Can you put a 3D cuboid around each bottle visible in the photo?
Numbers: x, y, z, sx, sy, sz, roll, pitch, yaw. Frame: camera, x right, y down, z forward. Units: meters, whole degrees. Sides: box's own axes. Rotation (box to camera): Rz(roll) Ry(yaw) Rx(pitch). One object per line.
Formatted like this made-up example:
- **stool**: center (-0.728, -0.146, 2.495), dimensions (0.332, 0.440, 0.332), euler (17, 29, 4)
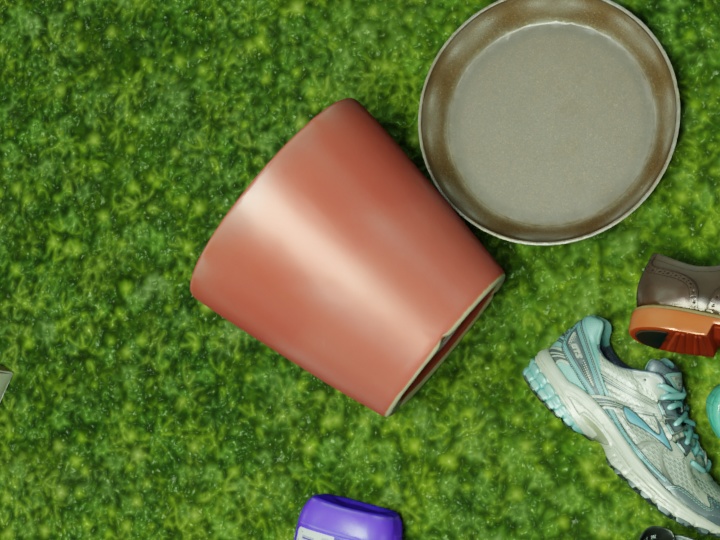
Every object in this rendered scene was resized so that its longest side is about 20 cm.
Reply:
- **bottle**: center (-0.024, 0.280, 1.347), dimensions (0.083, 0.065, 0.202), euler (11, 90, 22)

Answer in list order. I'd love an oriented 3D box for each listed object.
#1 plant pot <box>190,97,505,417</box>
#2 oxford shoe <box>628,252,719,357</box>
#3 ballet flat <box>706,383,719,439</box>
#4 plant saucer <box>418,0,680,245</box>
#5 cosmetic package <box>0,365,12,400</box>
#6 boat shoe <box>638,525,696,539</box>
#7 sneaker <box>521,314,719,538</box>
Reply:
- **plant pot**: center (0.000, 0.000, 1.302), dimensions (0.177, 0.200, 0.201), euler (40, 100, 8)
- **oxford shoe**: center (0.297, 0.026, 1.244), dimensions (0.198, 0.071, 0.073), euler (9, 71, 12)
- **ballet flat**: center (0.336, 0.128, 1.219), dimensions (0.199, 0.070, 0.068), euler (19, 92, 21)
- **plant saucer**: center (0.144, -0.115, 1.317), dimensions (0.198, 0.032, 0.202), euler (-3, 78, 14)
- **cosmetic package**: center (-0.413, 0.086, 1.506), dimensions (0.199, 0.071, 0.106), euler (30, 96, 20)
- **boat shoe**: center (0.221, 0.211, 1.216), dimensions (0.199, 0.074, 0.067), euler (-23, 91, 59)
- **sneaker**: center (0.213, 0.112, 1.265), dimensions (0.200, 0.078, 0.086), euler (43, 97, 18)
